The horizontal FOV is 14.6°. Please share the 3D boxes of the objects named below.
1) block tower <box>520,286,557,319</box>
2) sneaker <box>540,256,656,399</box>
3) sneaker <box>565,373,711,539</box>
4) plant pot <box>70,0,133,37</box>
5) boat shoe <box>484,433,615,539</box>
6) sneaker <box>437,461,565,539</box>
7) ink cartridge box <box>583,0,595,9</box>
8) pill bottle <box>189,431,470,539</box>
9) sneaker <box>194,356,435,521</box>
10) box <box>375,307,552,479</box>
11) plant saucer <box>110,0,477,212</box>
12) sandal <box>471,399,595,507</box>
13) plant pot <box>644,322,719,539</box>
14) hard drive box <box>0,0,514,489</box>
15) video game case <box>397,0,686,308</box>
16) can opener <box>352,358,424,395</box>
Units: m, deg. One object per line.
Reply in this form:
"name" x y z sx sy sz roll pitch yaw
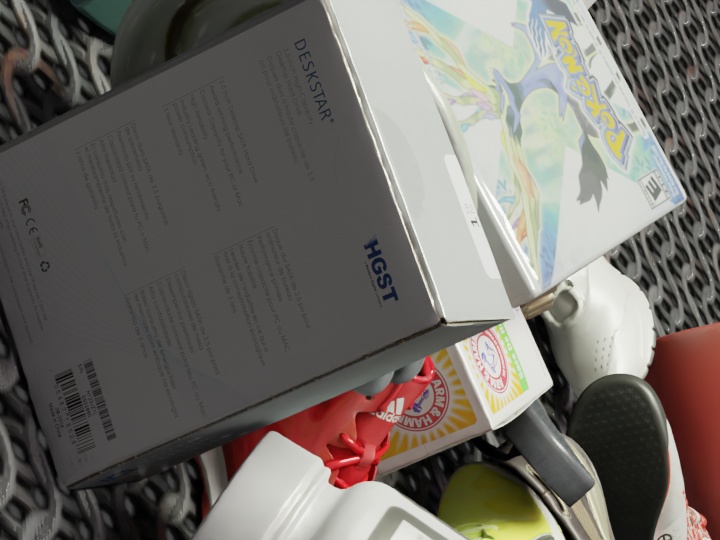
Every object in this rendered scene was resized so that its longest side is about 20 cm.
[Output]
"block tower" 0.080 -0.019 1.561 0.054 0.058 0.200 61 -9 16
"sneaker" 0.120 -0.001 1.758 0.087 0.074 0.200 15 47 -45
"sneaker" 0.167 0.143 1.667 0.108 0.067 0.202 -46 129 -66
"plant pot" -0.070 -0.191 1.446 0.200 0.141 0.142 -5 72 -58
"boat shoe" 0.117 0.187 1.574 0.073 0.074 0.200 -7 65 -55
"sneaker" 0.064 0.176 1.455 0.076 0.075 0.200 45 30 -40
"ink cartridge box" 0.040 -0.222 1.660 0.200 0.083 0.145 44 15 24
"pill bottle" 0.017 0.165 1.239 0.200 0.114 0.114 33 26 4
"sneaker" -0.012 0.100 1.318 0.078 0.115 0.200 -6 74 -65
"box" 0.000 0.000 1.440 0.200 0.112 0.101 67 24 -2
"plant saucer" -0.024 -0.068 1.330 0.050 0.200 0.200 -46 111 -42
"sandal" 0.072 0.077 1.543 0.076 0.043 0.200 48 3 -18
"plant pot" 0.281 0.125 1.824 0.200 0.200 0.178 11 69 -61
"hard drive box" -0.057 -0.012 1.228 0.077 0.200 0.156 0 69 -64
"video game case" 0.078 -0.097 1.443 0.182 0.022 0.200 -29 92 -54
"can opener" -0.055 -0.011 1.296 0.200 0.067 0.053 34 28 24
